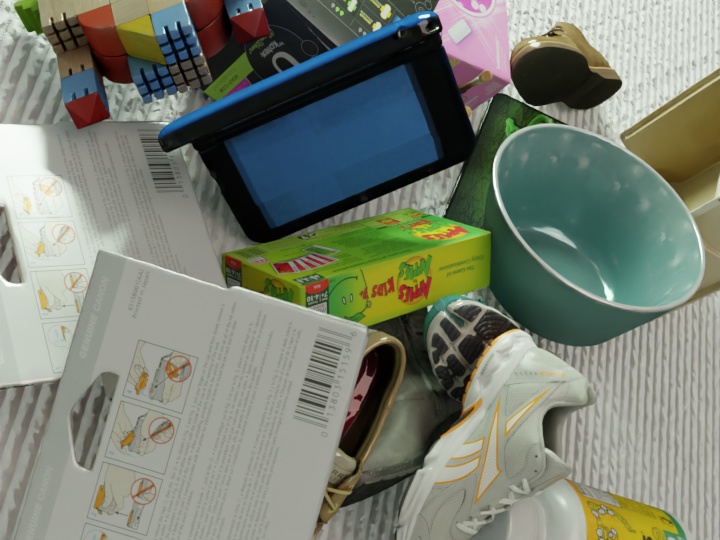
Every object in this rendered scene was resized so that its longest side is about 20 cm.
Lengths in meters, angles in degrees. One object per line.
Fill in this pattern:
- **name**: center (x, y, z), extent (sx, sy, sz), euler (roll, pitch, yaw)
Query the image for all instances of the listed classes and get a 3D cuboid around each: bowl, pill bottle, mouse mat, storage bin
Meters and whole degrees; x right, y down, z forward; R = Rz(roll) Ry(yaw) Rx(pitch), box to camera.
- **bowl**: center (0.181, -0.016, 0.924), extent (0.197, 0.106, 0.203), euler (13, 47, -14)
- **pill bottle**: center (0.170, 0.229, 0.875), extent (0.197, 0.112, 0.115), euler (22, 59, -27)
- **mouse mat**: center (0.171, -0.073, 1.037), extent (0.159, 0.008, 0.202), euler (25, 55, -1)
- **storage bin**: center (0.320, -0.076, 1.056), extent (0.093, 0.198, 0.202), euler (35, 54, -16)

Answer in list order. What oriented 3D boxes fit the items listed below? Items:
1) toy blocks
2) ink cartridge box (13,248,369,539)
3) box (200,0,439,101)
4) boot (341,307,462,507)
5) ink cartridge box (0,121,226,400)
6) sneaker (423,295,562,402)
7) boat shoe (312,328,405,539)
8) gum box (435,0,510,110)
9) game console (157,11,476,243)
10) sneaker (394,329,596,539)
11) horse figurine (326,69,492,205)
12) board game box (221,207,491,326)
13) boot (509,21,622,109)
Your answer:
- **toy blocks**: center (-0.145, -0.179, 0.762), extent (0.197, 0.101, 0.138), euler (-20, 52, -2)
- **ink cartridge box**: center (-0.102, 0.107, 0.662), extent (0.170, 0.044, 0.204), euler (17, 88, 1)
- **box**: center (-0.024, -0.215, 0.899), extent (0.124, 0.148, 0.202), euler (37, 54, -18)
- **boot**: center (0.012, 0.096, 0.844), extent (0.199, 0.067, 0.132), euler (-17, 77, -56)
- **ink cartridge box**: center (-0.184, -0.009, 0.730), extent (0.171, 0.044, 0.203), euler (-5, 60, -32)
- **sneaker**: center (0.098, 0.062, 0.891), extent (0.080, 0.078, 0.199), euler (49, 9, 32)
- **boat shoe**: center (-0.032, 0.122, 0.721), extent (0.074, 0.066, 0.202), euler (38, 65, -27)
- **gum box**: center (0.079, -0.270, 1.049), extent (0.112, 0.066, 0.204), euler (15, 63, -31)
- **game console**: center (-0.019, -0.089, 0.761), extent (0.171, 0.197, 0.120), euler (-82, 148, -77)
- **sneaker**: center (0.099, 0.147, 0.785), extent (0.202, 0.091, 0.076), euler (-61, 152, -4)
- **horse figurine**: center (0.029, -0.112, 0.926), extent (0.198, 0.132, 0.051), euler (-30, 94, -26)
- **board game box**: center (0.000, 0.000, 0.852), extent (0.198, 0.101, 0.049), euler (-16, 115, -39)
- **boot**: center (0.196, -0.215, 1.099), extent (0.199, 0.073, 0.076), euler (-1, 61, -56)
